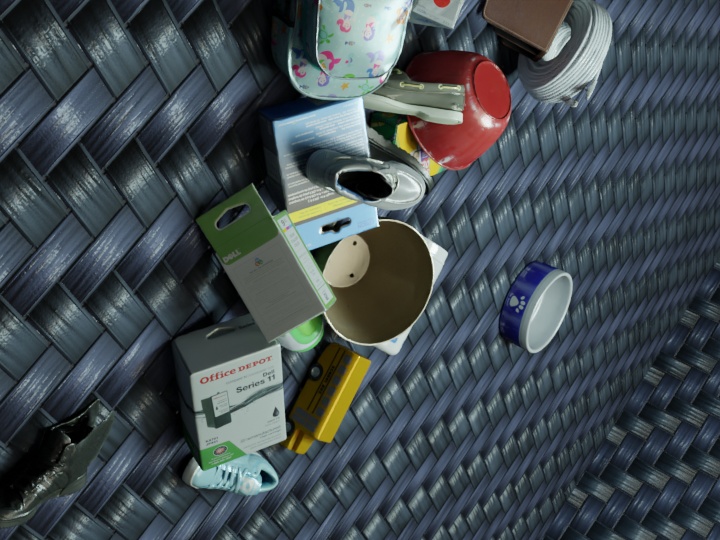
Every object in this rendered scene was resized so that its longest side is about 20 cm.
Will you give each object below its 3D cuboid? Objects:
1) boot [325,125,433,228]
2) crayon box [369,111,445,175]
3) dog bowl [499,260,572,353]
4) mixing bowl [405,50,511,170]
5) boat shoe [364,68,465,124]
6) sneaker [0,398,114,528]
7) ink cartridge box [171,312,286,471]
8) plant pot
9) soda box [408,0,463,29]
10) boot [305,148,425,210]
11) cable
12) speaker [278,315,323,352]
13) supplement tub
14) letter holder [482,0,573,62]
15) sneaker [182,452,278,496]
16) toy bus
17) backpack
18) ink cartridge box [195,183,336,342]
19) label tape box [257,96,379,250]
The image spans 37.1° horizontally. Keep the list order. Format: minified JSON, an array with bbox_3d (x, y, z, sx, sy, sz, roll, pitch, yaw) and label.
[{"bbox_3d":[-0.002,-0.126,1.636,0.210,0.079,0.159,32,80,-22],"label":"boot"},{"bbox_3d":[0.090,-0.215,1.783,0.199,0.058,0.120,-26,133,-46],"label":"crayon box"},{"bbox_3d":[0.406,0.084,2.478,0.199,0.078,0.202,-37,140,-38],"label":"dog bowl"},{"bbox_3d":[0.173,-0.272,1.724,0.198,0.107,0.204,14,69,-43],"label":"mixing bowl"},{"bbox_3d":[0.062,-0.269,1.616,0.072,0.198,0.061,-178,-82,-79],"label":"boat shoe"},{"bbox_3d":[-0.402,0.247,1.381,0.199,0.059,0.106,-21,131,-56],"label":"sneaker"},{"bbox_3d":[-0.191,0.178,1.583,0.145,0.083,0.202,-18,131,-21],"label":"ink cartridge box"},{"bbox_3d":[0.000,0.000,1.709,0.197,0.134,0.204,-9,111,-24],"label":"plant pot"},{"bbox_3d":[0.084,-0.387,1.514,0.067,0.200,0.064,19,100,-18],"label":"soda box"},{"bbox_3d":[0.024,-0.115,1.486,0.198,0.095,0.075,8,106,-32],"label":"boot"},{"bbox_3d":[0.365,-0.400,1.940,0.069,0.199,0.202,25,86,-30],"label":"cable"},{"bbox_3d":[-0.121,0.048,1.634,0.089,0.088,0.201,-54,148,-15],"label":"speaker"},{"bbox_3d":[0.051,0.030,1.839,0.202,0.131,0.132,-62,150,-3],"label":"supplement tub"},{"bbox_3d":[0.302,-0.494,1.875,0.202,0.141,0.101,-63,-178,1],"label":"letter holder"},{"bbox_3d":[-0.200,0.326,1.726,0.199,0.081,0.075,8,106,-58],"label":"sneaker"},{"bbox_3d":[-0.064,0.227,1.863,0.202,0.078,0.065,-63,149,-1],"label":"toy bus"},{"bbox_3d":[-0.027,-0.327,1.425,0.175,0.151,0.202,-3,126,-27],"label":"backpack"},{"bbox_3d":[-0.130,-0.014,1.485,0.103,0.202,0.059,-28,-173,20],"label":"ink cartridge box"},{"bbox_3d":[-0.058,-0.143,1.524,0.142,0.063,0.203,-19,118,-22],"label":"label tape box"}]
